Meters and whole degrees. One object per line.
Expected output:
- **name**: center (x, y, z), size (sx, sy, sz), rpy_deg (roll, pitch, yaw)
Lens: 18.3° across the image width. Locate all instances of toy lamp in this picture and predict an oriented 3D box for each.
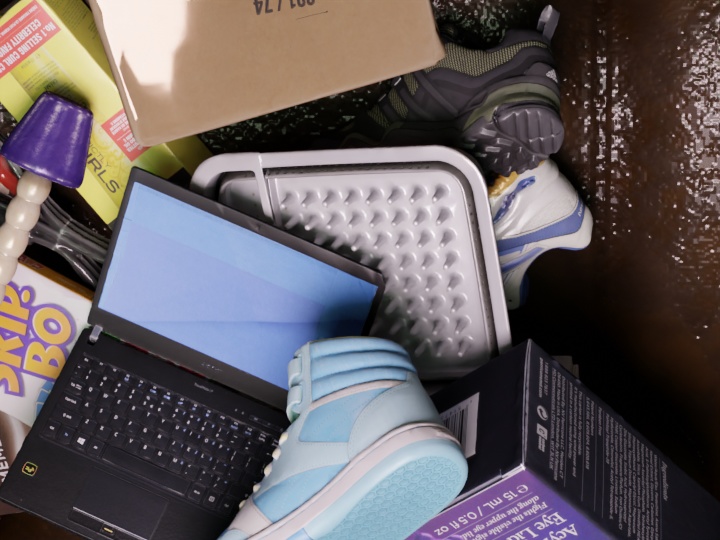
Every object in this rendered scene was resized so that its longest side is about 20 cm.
- **toy lamp**: center (-0.222, -0.015, 1.405), size (0.058, 0.058, 0.202), rpy_deg (23, 93, -3)

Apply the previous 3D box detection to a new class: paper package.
- **paper package**: center (-0.068, -0.195, 1.329), size (0.198, 0.104, 0.192), rpy_deg (-16, 115, -2)

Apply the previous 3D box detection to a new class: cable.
- **cable**: center (-0.205, -0.037, 1.467), size (0.198, 0.050, 0.098), rpy_deg (23, 121, 5)

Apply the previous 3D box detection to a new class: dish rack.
- **dish rack**: center (0.000, 0.000, 1.389), size (0.198, 0.044, 0.173), rpy_deg (-1, 111, 24)

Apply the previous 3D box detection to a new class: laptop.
- **laptop**: center (-0.104, 0.073, 1.367), size (0.176, 0.201, 0.104), rpy_deg (23, 154, 6)

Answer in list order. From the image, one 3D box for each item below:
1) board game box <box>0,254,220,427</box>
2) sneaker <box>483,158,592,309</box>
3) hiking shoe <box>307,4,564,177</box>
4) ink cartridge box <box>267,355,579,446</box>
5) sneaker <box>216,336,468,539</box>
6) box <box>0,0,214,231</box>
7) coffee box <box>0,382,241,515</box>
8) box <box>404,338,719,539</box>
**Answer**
- **board game box**: center (-0.195, 0.057, 1.451), size (0.199, 0.030, 0.096), rpy_deg (28, 103, 7)
- **sneaker**: center (0.064, 0.007, 1.449), size (0.088, 0.076, 0.200), rpy_deg (42, 117, -19)
- **hiking shoe**: center (0.050, -0.100, 1.407), size (0.199, 0.102, 0.076), rpy_deg (-14, 145, 38)
- **ink cartridge box**: center (0.046, 0.132, 1.480), size (0.198, 0.083, 0.148), rpy_deg (0, 137, 8)
- **sneaker**: center (-0.033, 0.117, 1.318), size (0.199, 0.131, 0.079), rpy_deg (-35, 138, 17)
- **box**: center (-0.164, -0.093, 1.447), size (0.075, 0.050, 0.200), rpy_deg (-33, 106, 21)
- **coffee box**: center (-0.178, 0.091, 1.517), size (0.198, 0.080, 0.114), rpy_deg (-10, 111, 12)
- **box**: center (0.111, 0.161, 1.366), size (0.148, 0.105, 0.200), rpy_deg (-33, 122, 32)
